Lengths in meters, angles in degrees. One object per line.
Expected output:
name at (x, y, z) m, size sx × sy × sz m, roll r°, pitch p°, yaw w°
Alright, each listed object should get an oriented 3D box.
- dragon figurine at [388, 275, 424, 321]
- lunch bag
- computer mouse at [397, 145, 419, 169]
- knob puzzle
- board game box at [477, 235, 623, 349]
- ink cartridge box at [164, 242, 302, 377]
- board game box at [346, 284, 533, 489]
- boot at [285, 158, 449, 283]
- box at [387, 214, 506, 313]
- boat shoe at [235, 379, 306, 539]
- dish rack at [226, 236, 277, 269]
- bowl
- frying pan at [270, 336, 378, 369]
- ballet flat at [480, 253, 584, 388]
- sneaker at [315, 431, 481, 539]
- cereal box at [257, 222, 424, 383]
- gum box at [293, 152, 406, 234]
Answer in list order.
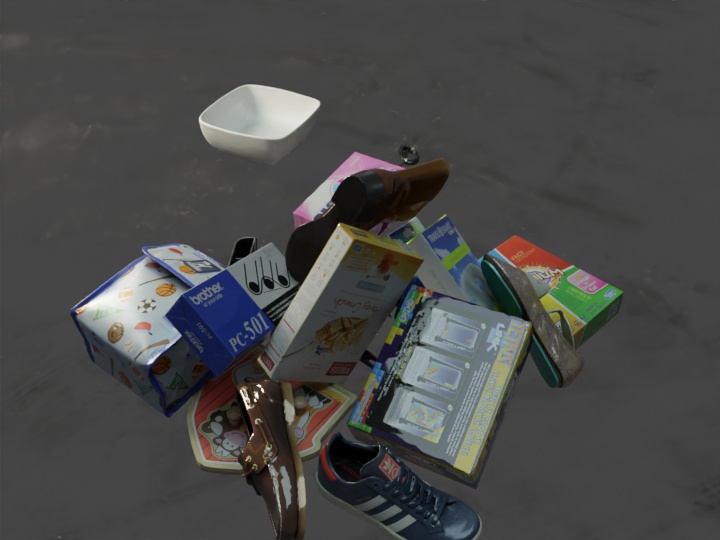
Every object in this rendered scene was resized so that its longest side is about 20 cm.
dragon figurine at (0.080, 0.047, 1.129) m, size 0.058 × 0.199 × 0.102 m, roll -8°, pitch 60°, yaw 38°
lunch bag at (-0.243, 0.056, 1.054) m, size 0.168 × 0.126 × 0.199 m, roll 28°, pitch 52°, yaw 30°
computer mouse at (0.071, -0.182, 1.488) m, size 0.057 × 0.035 × 0.201 m, roll 13°, pitch 32°, yaw 11°
knob puzzle at (-0.128, 0.173, 1.000) m, size 0.214 × 0.031 × 0.222 m, roll 2°, pitch 37°, yaw -1°
board game box at (0.261, 0.034, 1.193) m, size 0.198 × 0.041 × 0.152 m, roll 32°, pitch 46°, yaw 33°
ink cartridge box at (-0.138, 0.042, 0.979) m, size 0.094 × 0.044 × 0.200 m, roll 49°, pitch 31°, yaw 3°
board game box at (0.098, 0.133, 0.972) m, size 0.162 × 0.057 × 0.203 m, roll 18°, pitch 65°, yaw 23°
boot at (0.008, -0.069, 1.046) m, size 0.069 × 0.190 × 0.198 m, roll 45°, pitch 33°, yaw 18°
box at (0.129, 0.010, 1.096) m, size 0.202 × 0.047 × 0.122 m, roll 55°, pitch 27°, yaw 1°
boat shoe at (-0.104, 0.210, 0.903) m, size 0.069 × 0.071 × 0.202 m, roll 4°, pitch 39°, yaw -19°
dish rack at (-0.097, 0.019, 1.186) m, size 0.195 × 0.055 × 0.155 m, roll 3°, pitch 38°, yaw 1°
bowl at (-0.192, -0.277, 1.559) m, size 0.196 × 0.076 × 0.200 m, roll 17°, pitch 39°, yaw 18°
frying pan at (-0.059, 0.081, 1.088) m, size 0.113 × 0.031 × 0.191 m, roll -27°, pitch 65°, yaw -20°
ballet flat at (0.232, 0.057, 1.073) m, size 0.066 × 0.068 × 0.203 m, roll -29°, pitch 88°, yaw -14°
sneaker at (0.039, 0.236, 0.876) m, size 0.196 × 0.086 × 0.075 m, roll 16°, pitch 38°, yaw 18°
cereal box at (-0.023, 0.048, 0.987) m, size 0.142 × 0.202 × 0.039 m, roll 12°, pitch 25°, yaw -50°
gum box at (-0.013, -0.102, 1.322) m, size 0.112 × 0.067 × 0.200 m, roll 21°, pitch 49°, yaw 25°
